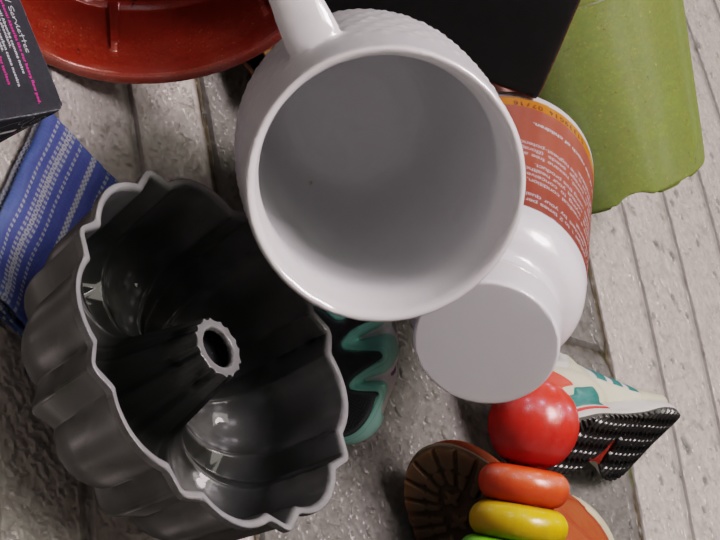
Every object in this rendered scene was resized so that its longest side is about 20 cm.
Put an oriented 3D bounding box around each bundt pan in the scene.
[{"bbox_3d":[-0.099,0.055,1.358,0.201,0.076,0.203,34,40,-35],"label":"bundt pan"}]

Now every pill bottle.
[{"bbox_3d":[0.081,-0.013,1.546,0.112,0.112,0.200,49,26,-22],"label":"pill bottle"}]

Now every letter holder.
[{"bbox_3d":[0.033,-0.208,1.607,0.199,0.101,0.142,18,27,-9],"label":"letter holder"}]

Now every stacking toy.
[{"bbox_3d":[0.092,0.163,1.513,0.085,0.085,0.201,16,83,-48],"label":"stacking toy"}]

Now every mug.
[{"bbox_3d":[-0.008,-0.090,1.398,0.201,0.147,0.175,62,2,-18],"label":"mug"}]

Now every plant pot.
[{"bbox_3d":[-0.124,-0.246,1.473,0.200,0.200,0.196,31,38,-40],"label":"plant pot"},{"bbox_3d":[0.154,-0.144,1.800,0.200,0.199,0.191,-35,111,-56],"label":"plant pot"}]

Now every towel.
[{"bbox_3d":[-0.125,0.021,1.434,0.200,0.024,0.145,46,37,-26],"label":"towel"}]

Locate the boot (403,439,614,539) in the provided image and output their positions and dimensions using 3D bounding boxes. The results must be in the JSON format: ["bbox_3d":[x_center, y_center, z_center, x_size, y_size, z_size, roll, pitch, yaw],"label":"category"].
[{"bbox_3d":[0.098,0.161,1.618,0.200,0.075,0.107,46,25,-24],"label":"boot"}]

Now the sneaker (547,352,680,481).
[{"bbox_3d":[0.141,0.083,1.714,0.094,0.070,0.199,50,18,20],"label":"sneaker"}]

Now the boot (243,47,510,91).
[{"bbox_3d":[0.005,-0.139,1.649,0.189,0.068,0.200,56,33,10],"label":"boot"}]

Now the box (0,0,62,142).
[{"bbox_3d":[-0.256,-0.139,1.262,0.115,0.132,0.201,-15,82,-59],"label":"box"}]

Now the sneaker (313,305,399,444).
[{"bbox_3d":[0.000,0.000,1.573,0.140,0.077,0.201,-7,91,-70],"label":"sneaker"}]
